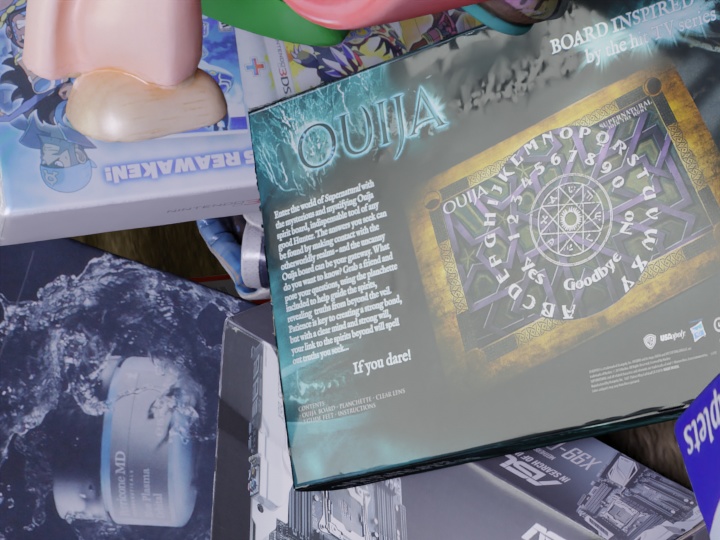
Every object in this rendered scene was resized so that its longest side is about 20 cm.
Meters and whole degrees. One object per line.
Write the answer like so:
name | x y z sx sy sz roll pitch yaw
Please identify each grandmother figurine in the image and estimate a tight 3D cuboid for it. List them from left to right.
grandmother figurine | -0.056 -0.134 0.549 0.121 0.060 0.201 41 136 48

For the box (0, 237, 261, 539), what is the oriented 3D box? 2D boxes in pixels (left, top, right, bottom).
box | -0.111 0.102 0.951 0.117 0.199 0.198 -12 60 69

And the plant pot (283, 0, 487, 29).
plant pot | 0.067 -0.165 0.542 0.200 0.176 0.202 174 90 -69

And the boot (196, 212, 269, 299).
boot | 0.000 0.000 0.867 0.200 0.095 0.074 -147 54 -63

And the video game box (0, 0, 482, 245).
video game box | -0.051 -0.112 0.829 0.047 0.199 0.183 126 135 -68

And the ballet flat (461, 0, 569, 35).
ballet flat | 0.049 -0.123 0.681 0.069 0.071 0.200 44 -168 -7

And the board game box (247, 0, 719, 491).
board game box | 0.050 -0.012 0.703 0.199 0.028 0.136 -16 77 39

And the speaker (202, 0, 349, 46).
speaker | -0.010 -0.185 0.775 0.088 0.088 0.201 0 72 68

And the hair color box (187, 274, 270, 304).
hair color box | -0.091 0.103 1.108 0.064 0.110 0.201 -126 36 -53

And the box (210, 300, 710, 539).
box | 0.029 0.117 0.795 0.199 0.050 0.159 28 125 37

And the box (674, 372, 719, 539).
box | 0.170 0.075 0.447 0.184 0.104 0.201 120 138 -57
